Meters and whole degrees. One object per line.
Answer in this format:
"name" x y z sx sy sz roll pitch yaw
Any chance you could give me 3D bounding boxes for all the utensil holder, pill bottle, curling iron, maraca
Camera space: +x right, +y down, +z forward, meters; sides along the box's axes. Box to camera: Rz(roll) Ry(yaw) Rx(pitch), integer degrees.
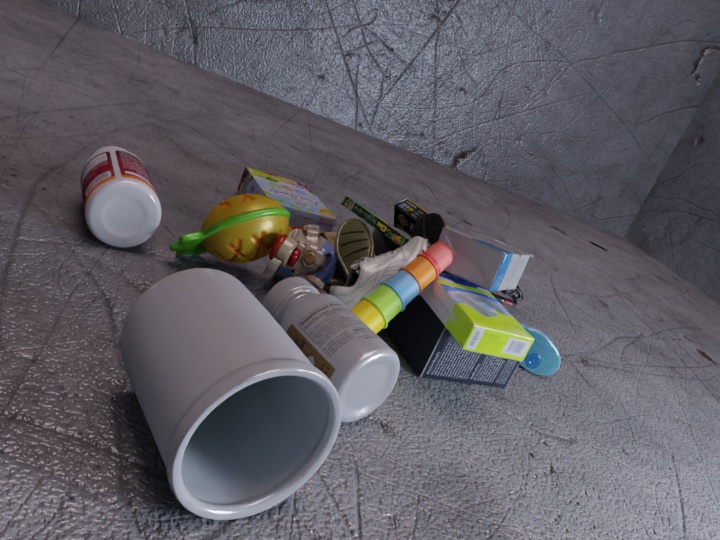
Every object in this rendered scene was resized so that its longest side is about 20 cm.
"utensil holder" -0.140 0.114 0.645 0.168 0.172 0.200 7 23 -40
"pill bottle" -0.395 -0.129 1.042 0.112 0.114 0.200 12 23 -31
"pill bottle" -0.049 0.098 0.862 0.113 0.115 0.200 3 29 -46
"curling iron" 0.213 0.032 1.144 0.198 0.026 0.050 9 61 -29
"maraca" -0.209 -0.062 1.037 0.197 0.108 0.137 -18 -11 -6

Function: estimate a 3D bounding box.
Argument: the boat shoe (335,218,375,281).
"boat shoe" 0.000 0.000 1.162 0.074 0.069 0.202 -13 58 -1

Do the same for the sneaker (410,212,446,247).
"sneaker" 0.160 -0.015 1.245 0.116 0.075 0.202 53 18 -41

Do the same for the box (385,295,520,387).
"box" 0.166 0.108 1.103 0.198 0.108 0.149 13 23 -31

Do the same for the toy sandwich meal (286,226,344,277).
"toy sandwich meal" -0.083 -0.052 1.273 0.203 0.071 0.206 22 20 -8

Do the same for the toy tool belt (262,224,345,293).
"toy tool belt" -0.080 -0.009 1.079 0.122 0.126 0.200 31 0 1

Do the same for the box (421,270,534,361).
"box" 0.168 0.059 0.999 0.121 0.048 0.200 14 23 -28

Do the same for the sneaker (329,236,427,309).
"sneaker" 0.032 0.003 1.058 0.081 0.200 0.075 50 -19 -8

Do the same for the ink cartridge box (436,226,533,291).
"ink cartridge box" 0.212 -0.018 1.087 0.115 0.068 0.199 26 11 26

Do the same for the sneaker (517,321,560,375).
"sneaker" 0.305 0.125 1.274 0.199 0.080 0.131 35 10 -1

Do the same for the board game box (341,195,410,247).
"board game box" 0.051 -0.076 1.204 0.104 0.024 0.200 26 10 -43

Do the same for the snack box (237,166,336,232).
"snack box" -0.167 -0.148 1.428 0.167 0.068 0.200 12 25 -34

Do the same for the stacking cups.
"stacking cups" 0.058 0.025 0.958 0.060 0.061 0.200 34 64 29

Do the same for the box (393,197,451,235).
"box" 0.148 -0.039 1.381 0.049 0.161 0.200 -25 45 -28

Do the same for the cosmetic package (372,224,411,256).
"cosmetic package" 0.058 -0.012 1.289 0.089 0.108 0.201 22 21 -8
